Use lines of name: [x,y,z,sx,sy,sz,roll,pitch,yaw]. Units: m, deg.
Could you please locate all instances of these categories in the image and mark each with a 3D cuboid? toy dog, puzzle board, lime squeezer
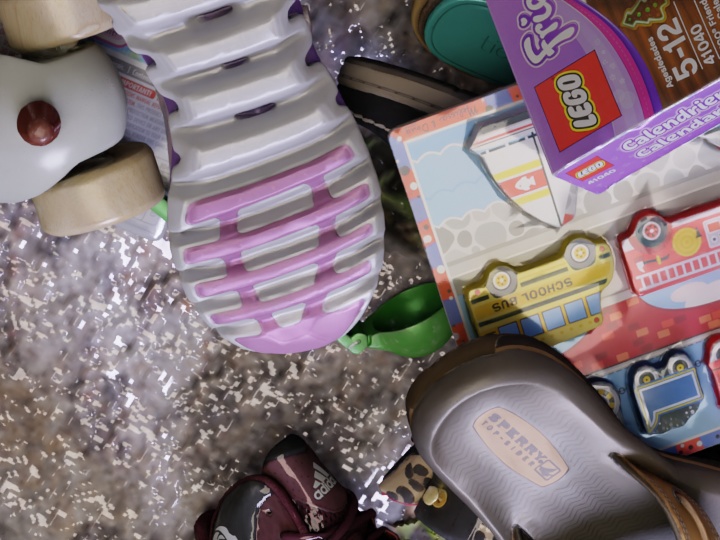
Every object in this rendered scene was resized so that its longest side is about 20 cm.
toy dog: [-0.165,-0.042,1.106,0.199,0.096,0.132,-33,95,13]
puzzle board: [0.125,-0.013,1.088,0.199,0.017,0.152,-20,103,-3]
lime squeezer: [0.000,0.000,1.173,0.199,0.038,0.071,4,126,-8]

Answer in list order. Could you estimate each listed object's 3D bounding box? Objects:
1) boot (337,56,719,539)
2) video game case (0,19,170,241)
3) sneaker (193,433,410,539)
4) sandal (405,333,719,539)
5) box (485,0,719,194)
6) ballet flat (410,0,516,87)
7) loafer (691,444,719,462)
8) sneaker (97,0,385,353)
boot: [0.052,0.023,1.135,0.199,0.073,0.151,29,95,-6]
video game case: [-0.132,-0.129,1.141,0.199,0.024,0.183,23,110,-7]
sneaker: [0.005,0.119,1.176,0.199,0.076,0.116,-7,104,38]
sandal: [0.096,0.093,1.074,0.082,0.055,0.200,-39,125,14]
box: [0.097,-0.146,1.044,0.136,0.039,0.201,-30,66,24]
ballet flat: [0.113,-0.076,1.135,0.199,0.063,0.069,28,132,-14]
loafer: [0.160,0.113,1.204,0.199,0.073,0.073,16,118,0]
sneaker: [-0.043,-0.068,1.103,0.080,0.089,0.201,-15,112,3]
